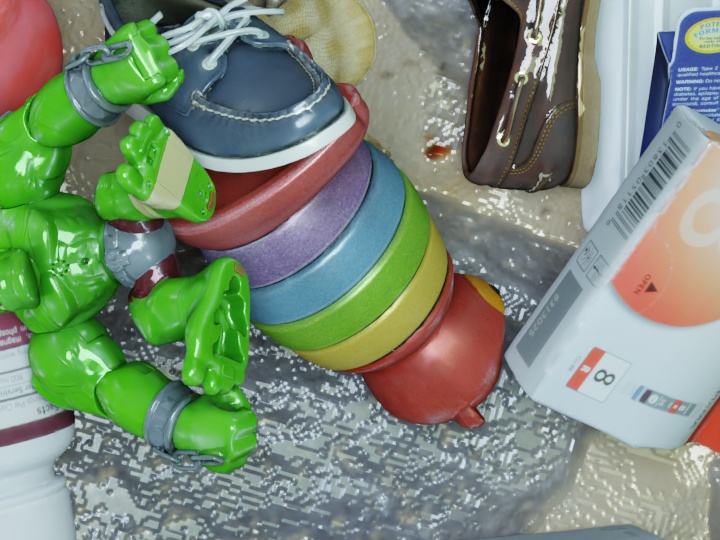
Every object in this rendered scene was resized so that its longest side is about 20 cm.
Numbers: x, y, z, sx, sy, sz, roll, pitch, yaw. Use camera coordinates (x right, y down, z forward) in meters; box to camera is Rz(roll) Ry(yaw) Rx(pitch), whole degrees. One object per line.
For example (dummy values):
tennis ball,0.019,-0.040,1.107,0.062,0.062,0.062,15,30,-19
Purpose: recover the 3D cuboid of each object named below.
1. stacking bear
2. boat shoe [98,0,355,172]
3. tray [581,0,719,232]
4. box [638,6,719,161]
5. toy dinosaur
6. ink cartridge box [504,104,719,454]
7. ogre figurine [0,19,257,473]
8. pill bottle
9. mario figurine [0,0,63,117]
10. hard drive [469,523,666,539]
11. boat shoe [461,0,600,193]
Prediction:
stacking bear,0.000,0.000,1.345,0.114,0.121,0.200,-44,122,0
boat shoe,-0.068,-0.099,1.277,0.075,0.200,0.062,-25,117,-17
tray,0.172,-0.119,1.434,0.107,0.022,0.201,1,92,-11
box,0.203,-0.063,1.375,0.120,0.033,0.201,-3,134,-8
toy dinosaur,-0.038,-0.124,1.388,0.101,0.058,0.201,-18,103,-24
ink cartridge box,0.195,0.027,1.377,0.199,0.050,0.163,26,109,-26
ogre figurine,-0.116,-0.004,1.250,0.098,0.119,0.201,-53,126,-44
pill bottle,-0.201,0.043,1.325,0.113,0.114,0.201,-9,94,-10
mario figurine,-0.236,-0.139,1.345,0.199,0.106,0.124,34,122,1
hard drive,0.057,0.157,1.366,0.199,0.132,0.026,-5,93,-10
boat shoe,0.087,-0.141,1.392,0.070,0.070,0.201,1,92,-14
